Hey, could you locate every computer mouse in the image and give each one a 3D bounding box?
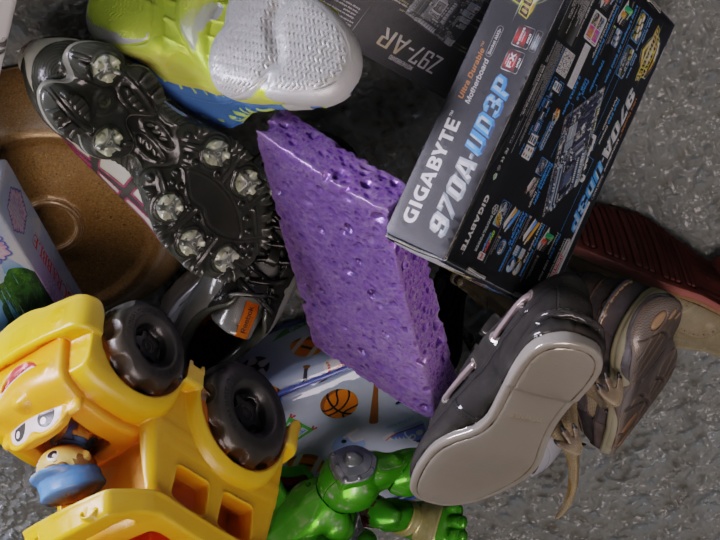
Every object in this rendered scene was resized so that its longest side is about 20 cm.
[{"bbox_3d":[0.103,0.067,1.329,0.044,0.110,0.200,-2,141,36],"label":"computer mouse"}]

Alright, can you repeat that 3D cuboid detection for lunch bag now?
[{"bbox_3d":[-0.018,0.111,1.357,0.199,0.076,0.161,-18,127,9],"label":"lunch bag"}]

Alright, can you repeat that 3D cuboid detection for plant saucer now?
[{"bbox_3d":[-0.200,-0.038,1.255,0.199,0.035,0.201,-2,126,-3],"label":"plant saucer"}]

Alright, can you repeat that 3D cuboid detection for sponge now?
[{"bbox_3d":[0.000,0.000,1.194,0.030,0.111,0.200,-41,143,-24],"label":"sponge"}]

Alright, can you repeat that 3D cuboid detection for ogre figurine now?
[{"bbox_3d":[-0.015,0.178,1.312,0.200,0.098,0.120,-26,148,35],"label":"ogre figurine"}]

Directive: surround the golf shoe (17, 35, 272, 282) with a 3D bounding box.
[{"bbox_3d":[-0.128,-0.074,1.182,0.077,0.088,0.200,-47,126,-9],"label":"golf shoe"}]

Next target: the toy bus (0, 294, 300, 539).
[{"bbox_3d":[-0.147,0.140,1.200,0.136,0.192,0.200,-27,132,34],"label":"toy bus"}]

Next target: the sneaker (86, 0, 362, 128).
[{"bbox_3d":[-0.065,-0.124,1.143,0.076,0.200,0.105,-59,145,-10],"label":"sneaker"}]

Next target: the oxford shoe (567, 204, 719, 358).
[{"bbox_3d":[0.199,0.017,1.314,0.200,0.071,0.075,23,126,-19],"label":"oxford shoe"}]

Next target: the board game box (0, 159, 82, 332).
[{"bbox_3d":[-0.283,0.021,1.240,0.199,0.041,0.200,-8,140,12],"label":"board game box"}]

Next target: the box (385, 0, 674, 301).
[{"bbox_3d":[0.104,-0.086,1.141,0.159,0.046,0.201,23,91,-61],"label":"box"}]

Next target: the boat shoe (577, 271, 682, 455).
[{"bbox_3d":[0.166,0.055,1.299,0.073,0.075,0.200,35,156,19],"label":"boat shoe"}]

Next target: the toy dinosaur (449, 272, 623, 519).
[{"bbox_3d":[0.128,0.080,1.262,0.058,0.101,0.200,-30,110,-11],"label":"toy dinosaur"}]

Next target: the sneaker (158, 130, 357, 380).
[{"bbox_3d":[-0.062,-0.004,1.265,0.074,0.079,0.200,26,115,-22],"label":"sneaker"}]

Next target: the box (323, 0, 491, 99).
[{"bbox_3d":[0.015,-0.212,1.146,0.200,0.044,0.160,26,119,-22],"label":"box"}]

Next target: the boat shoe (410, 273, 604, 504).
[{"bbox_3d":[0.090,0.076,1.179,0.067,0.057,0.200,18,140,-16],"label":"boat shoe"}]

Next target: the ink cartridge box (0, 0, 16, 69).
[{"bbox_3d":[-0.276,-0.164,1.103,0.146,0.084,0.200,-1,129,-31],"label":"ink cartridge box"}]
